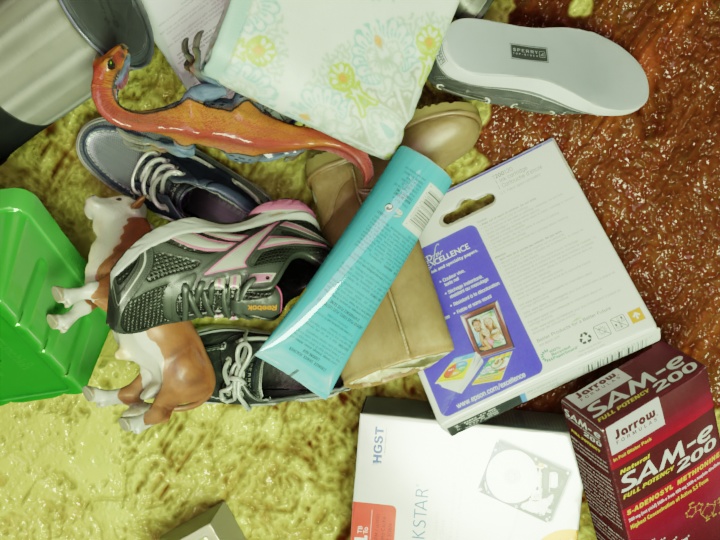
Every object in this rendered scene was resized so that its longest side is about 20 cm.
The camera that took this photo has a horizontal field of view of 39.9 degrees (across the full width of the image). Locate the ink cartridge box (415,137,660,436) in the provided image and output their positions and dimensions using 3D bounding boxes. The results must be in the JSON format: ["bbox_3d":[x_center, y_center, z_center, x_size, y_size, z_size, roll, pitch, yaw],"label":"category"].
[{"bbox_3d":[0.124,0.011,0.859,0.196,0.043,0.202,-25,62,5],"label":"ink cartridge box"}]

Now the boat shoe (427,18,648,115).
[{"bbox_3d":[0.147,-0.163,0.848,0.196,0.066,0.071,3,75,-18],"label":"boat shoe"}]

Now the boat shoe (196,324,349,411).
[{"bbox_3d":[-0.097,0.092,0.892,0.195,0.068,0.075,4,96,4],"label":"boat shoe"}]

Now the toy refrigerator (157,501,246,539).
[{"bbox_3d":[-0.115,0.327,0.916,0.075,0.070,0.202,-28,93,6],"label":"toy refrigerator"}]

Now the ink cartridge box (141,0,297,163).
[{"bbox_3d":[-0.085,-0.233,0.875,0.195,0.043,0.201,-34,96,7],"label":"ink cartridge box"}]

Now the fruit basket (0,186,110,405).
[{"bbox_3d":[-0.313,-0.009,0.863,0.153,0.216,0.220,-9,95,7],"label":"fruit basket"}]

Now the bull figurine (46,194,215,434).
[{"bbox_3d":[-0.191,0.034,0.825,0.065,0.121,0.202,-19,101,50],"label":"bull figurine"}]

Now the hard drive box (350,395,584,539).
[{"bbox_3d":[0.093,0.204,0.883,0.196,0.077,0.159,4,95,5],"label":"hard drive box"}]

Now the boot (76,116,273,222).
[{"bbox_3d":[-0.168,-0.082,0.871,0.197,0.090,0.074,23,97,2],"label":"boot"}]

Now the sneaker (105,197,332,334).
[{"bbox_3d":[-0.100,0.005,0.776,0.198,0.081,0.086,-24,50,-27],"label":"sneaker"}]

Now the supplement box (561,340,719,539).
[{"bbox_3d":[0.245,0.174,0.826,0.108,0.061,0.203,-27,115,-14],"label":"supplement box"}]

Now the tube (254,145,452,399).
[{"bbox_3d":[0.000,0.000,0.781,0.077,0.050,0.202,34,87,-26],"label":"tube"}]

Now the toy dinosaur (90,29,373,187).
[{"bbox_3d":[-0.114,-0.131,0.785,0.198,0.180,0.107,20,111,36],"label":"toy dinosaur"}]

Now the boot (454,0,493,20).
[{"bbox_3d":[0.048,-0.237,0.821,0.130,0.068,0.202,33,91,-10],"label":"boot"}]

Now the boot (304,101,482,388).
[{"bbox_3d":[0.045,-0.021,0.836,0.173,0.066,0.203,-22,67,18],"label":"boot"}]

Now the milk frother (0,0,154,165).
[{"bbox_3d":[-0.309,-0.205,0.802,0.186,0.199,0.183,-27,79,24],"label":"milk frother"}]

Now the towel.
[{"bbox_3d":[-0.011,-0.209,0.760,0.169,0.048,0.203,22,96,-18],"label":"towel"}]
